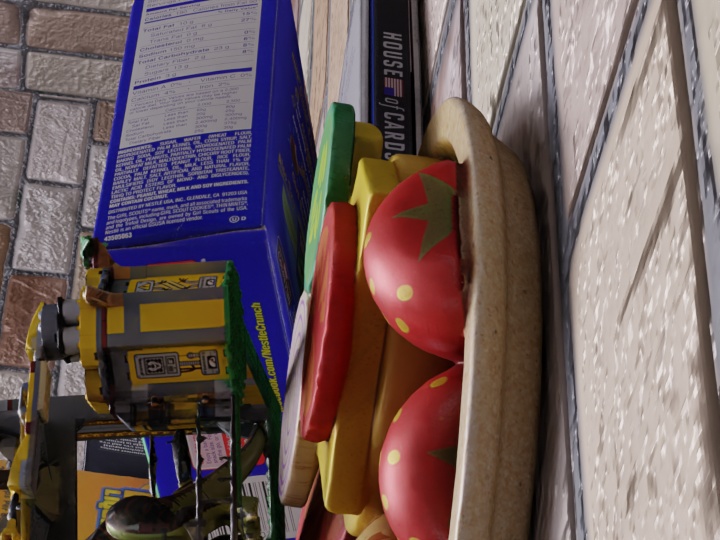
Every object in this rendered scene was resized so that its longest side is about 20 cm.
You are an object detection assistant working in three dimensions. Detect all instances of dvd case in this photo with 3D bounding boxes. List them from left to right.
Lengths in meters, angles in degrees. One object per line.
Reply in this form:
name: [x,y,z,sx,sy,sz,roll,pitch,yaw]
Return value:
dvd case: [0.000,0.000,0.823,0.200,0.025,0.150,-89,7,-52]

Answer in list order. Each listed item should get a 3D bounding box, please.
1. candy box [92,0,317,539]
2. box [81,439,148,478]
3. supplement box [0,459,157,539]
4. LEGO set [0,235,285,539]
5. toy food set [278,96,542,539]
candy box: [-0.057,-0.007,0.970,0.200,0.077,0.169,-88,-10,-53]
box: [-0.154,0.060,1.819,0.198,0.123,0.200,110,167,-63]
supplement box: [-0.118,0.129,0.983,0.067,0.200,0.069,-93,14,-60]
LEGO set: [-0.083,0.095,0.610,0.154,0.116,0.200,66,-160,-80]
toy food set: [0.006,0.054,0.580,0.198,0.049,0.200,-107,23,-76]
